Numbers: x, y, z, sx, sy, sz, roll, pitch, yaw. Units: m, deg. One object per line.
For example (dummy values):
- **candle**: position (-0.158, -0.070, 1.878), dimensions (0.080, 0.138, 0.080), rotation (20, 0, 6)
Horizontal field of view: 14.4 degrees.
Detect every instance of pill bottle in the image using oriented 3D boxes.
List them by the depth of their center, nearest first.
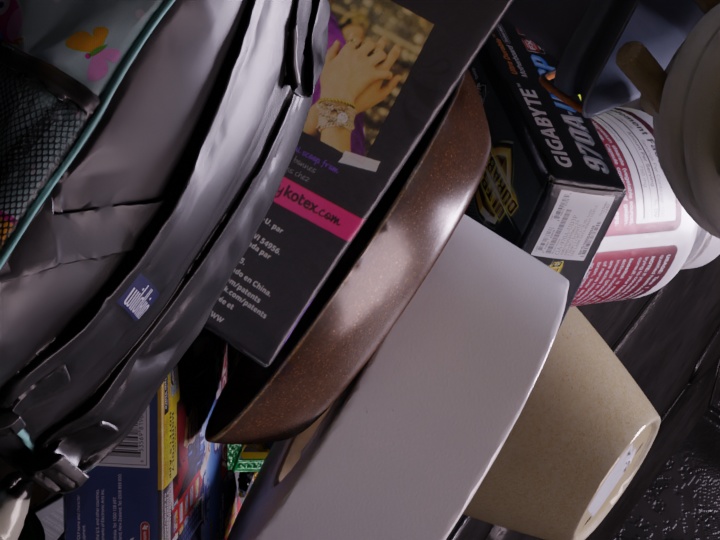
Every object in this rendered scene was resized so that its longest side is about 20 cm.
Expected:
- **pill bottle**: position (0.119, -0.035, 1.630), dimensions (0.199, 0.113, 0.113), rotation (-5, 133, -41)

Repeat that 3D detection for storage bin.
- **storage bin**: position (0.108, -0.163, 1.360), dimensions (0.200, 0.134, 0.146), rotation (-24, 146, -61)

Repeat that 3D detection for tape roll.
- **tape roll**: position (0.014, 0.071, 1.303), dimensions (0.203, 0.071, 0.202), rotation (-58, -174, 9)

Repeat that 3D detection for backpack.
- **backpack**: position (-0.104, -0.051, 0.971), dimensions (0.200, 0.153, 0.176), rotation (-52, 159, -8)

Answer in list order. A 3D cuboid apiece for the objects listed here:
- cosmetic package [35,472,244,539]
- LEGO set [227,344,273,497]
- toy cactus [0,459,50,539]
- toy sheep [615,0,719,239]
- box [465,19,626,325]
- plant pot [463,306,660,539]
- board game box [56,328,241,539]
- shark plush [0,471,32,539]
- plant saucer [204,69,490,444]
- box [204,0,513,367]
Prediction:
- **cosmetic package**: position (-0.124, 0.167, 1.513), dimensions (0.200, 0.090, 0.107), rotation (-26, 144, -57)
- **LEGO set**: position (-0.047, 0.009, 1.441), dimensions (0.153, 0.116, 0.201), rotation (-6, 125, -33)
- **toy cactus**: position (-0.168, 0.124, 1.298), dimensions (0.166, 0.102, 0.200), rotation (-66, 156, -1)
- **toy sheep**: position (0.189, -0.068, 1.264), dimensions (0.137, 0.200, 0.139), rotation (-9, 109, -28)
- **box**: position (0.058, -0.043, 1.465), dimensions (0.046, 0.201, 0.160), rotation (7, 127, -25)
- **plant pot**: position (0.071, 0.071, 1.702), dimensions (0.188, 0.199, 0.188), rotation (-50, 164, -19)
- **board game box**: position (-0.098, 0.112, 1.310), dimensions (0.200, 0.061, 0.202), rotation (-57, 149, -76)
- **shark plush**: position (-0.191, 0.153, 1.190), dimensions (0.083, 0.091, 0.200), rotation (4, 145, -24)
- **plant saucer**: position (0.000, 0.000, 1.255), dimensions (0.201, 0.034, 0.200), rotation (-54, -173, 9)
- **box**: position (-0.029, -0.072, 1.206), dimensions (0.201, 0.106, 0.122), rotation (-55, -175, -2)
